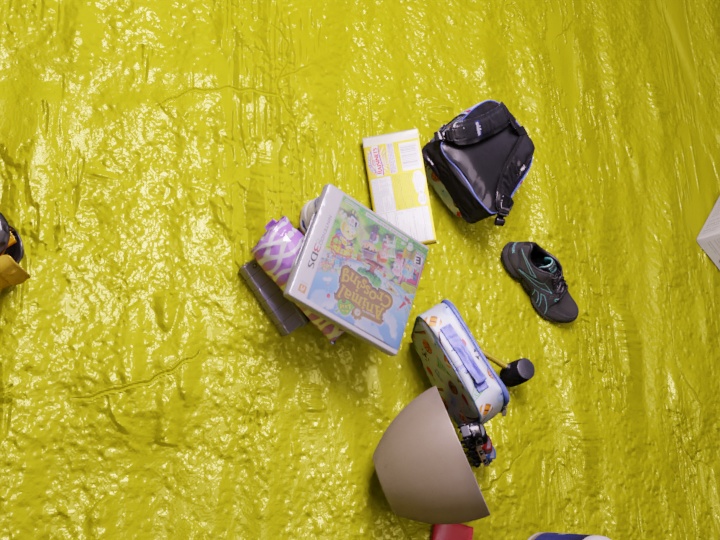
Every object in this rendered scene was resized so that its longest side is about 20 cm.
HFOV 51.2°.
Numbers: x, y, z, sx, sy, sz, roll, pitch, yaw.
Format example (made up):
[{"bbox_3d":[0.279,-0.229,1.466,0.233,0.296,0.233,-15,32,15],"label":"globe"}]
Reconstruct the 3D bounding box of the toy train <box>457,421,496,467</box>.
[{"bbox_3d":[0.187,0.275,1.188,0.045,0.201,0.035,-15,62,7],"label":"toy train"}]

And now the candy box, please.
[{"bbox_3d":[0.066,-0.137,1.289,0.100,0.026,0.205,-9,79,5],"label":"candy box"}]

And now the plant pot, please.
[{"bbox_3d":[0.095,0.295,1.132,0.132,0.200,0.204,-23,87,2],"label":"plant pot"}]

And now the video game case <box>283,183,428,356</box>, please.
[{"bbox_3d":[0.000,0.000,1.105,0.198,0.022,0.185,31,65,-24],"label":"video game case"}]

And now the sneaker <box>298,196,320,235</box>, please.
[{"bbox_3d":[-0.004,-0.043,1.177,0.198,0.088,0.076,34,57,-21],"label":"sneaker"}]

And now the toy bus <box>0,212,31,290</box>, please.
[{"bbox_3d":[-0.525,-0.038,0.899,0.190,0.136,0.202,-33,91,-17],"label":"toy bus"}]

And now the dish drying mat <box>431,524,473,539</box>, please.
[{"bbox_3d":[0.130,0.498,1.177,0.076,0.018,0.204,23,67,-22],"label":"dish drying mat"}]

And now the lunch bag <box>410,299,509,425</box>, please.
[{"bbox_3d":[0.157,0.153,1.185,0.075,0.161,0.202,-27,71,-15],"label":"lunch bag"}]

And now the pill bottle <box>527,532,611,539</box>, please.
[{"bbox_3d":[0.357,0.482,1.203,0.109,0.199,0.114,8,72,-27],"label":"pill bottle"}]

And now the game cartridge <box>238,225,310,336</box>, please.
[{"bbox_3d":[-0.081,-0.002,1.189,0.199,0.038,0.131,-38,92,-32],"label":"game cartridge"}]

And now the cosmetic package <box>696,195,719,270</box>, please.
[{"bbox_3d":[0.908,-0.094,1.708,0.165,0.164,0.200,48,59,-10],"label":"cosmetic package"}]

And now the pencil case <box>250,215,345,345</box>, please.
[{"bbox_3d":[-0.075,0.012,1.124,0.201,0.083,0.086,49,24,-11],"label":"pencil case"}]

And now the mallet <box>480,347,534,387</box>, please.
[{"bbox_3d":[0.215,0.139,1.299,0.198,0.066,0.042,34,60,-17],"label":"mallet"}]

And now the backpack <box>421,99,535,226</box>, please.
[{"bbox_3d":[0.214,-0.200,1.347,0.190,0.153,0.202,-42,105,-24],"label":"backpack"}]

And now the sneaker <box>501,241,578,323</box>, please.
[{"bbox_3d":[0.347,0.023,1.402,0.200,0.079,0.076,44,59,-14],"label":"sneaker"}]
